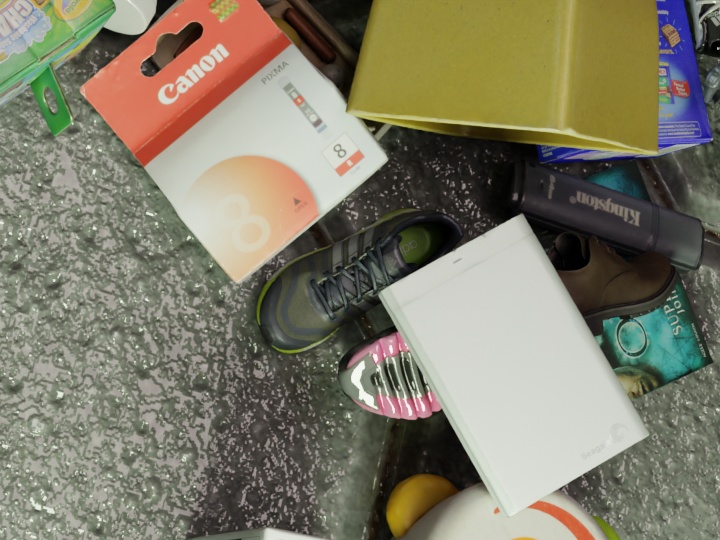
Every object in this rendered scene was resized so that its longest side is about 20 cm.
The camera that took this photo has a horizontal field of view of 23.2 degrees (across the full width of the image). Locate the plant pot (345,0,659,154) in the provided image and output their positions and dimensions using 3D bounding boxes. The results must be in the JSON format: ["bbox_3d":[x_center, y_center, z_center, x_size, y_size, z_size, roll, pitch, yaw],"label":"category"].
[{"bbox_3d":[0.126,-0.206,1.397,0.195,0.194,0.201,2,95,-59],"label":"plant pot"}]

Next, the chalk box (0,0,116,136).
[{"bbox_3d":[-0.275,-0.195,1.330,0.124,0.124,0.200,-40,99,-25],"label":"chalk box"}]

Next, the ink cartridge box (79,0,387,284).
[{"bbox_3d":[-0.099,-0.116,1.397,0.162,0.050,0.200,-40,105,-1],"label":"ink cartridge box"}]

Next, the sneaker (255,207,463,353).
[{"bbox_3d":[0.000,0.000,1.441,0.200,0.081,0.074,-34,95,-25],"label":"sneaker"}]

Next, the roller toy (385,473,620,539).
[{"bbox_3d":[0.104,0.267,1.407,0.199,0.140,0.183,23,61,-16],"label":"roller toy"}]

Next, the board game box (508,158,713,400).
[{"bbox_3d":[0.224,0.015,1.569,0.135,0.028,0.201,-21,89,-26],"label":"board game box"}]

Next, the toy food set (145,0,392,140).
[{"bbox_3d":[-0.063,-0.170,1.455,0.200,0.060,0.144,45,66,-10],"label":"toy food set"}]

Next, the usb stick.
[{"bbox_3d":[0.216,-0.047,1.543,0.199,0.033,0.056,17,74,-20],"label":"usb stick"}]

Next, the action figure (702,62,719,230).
[{"bbox_3d":[0.383,-0.150,1.585,0.200,0.104,0.194,-34,140,-46],"label":"action figure"}]

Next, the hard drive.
[{"bbox_3d":[0.120,0.073,1.371,0.132,0.026,0.200,-28,83,-11],"label":"hard drive"}]

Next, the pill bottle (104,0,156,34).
[{"bbox_3d":[-0.161,-0.291,1.409,0.104,0.104,0.200,31,70,-16],"label":"pill bottle"}]

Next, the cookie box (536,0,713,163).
[{"bbox_3d":[0.218,-0.202,1.555,0.171,0.075,0.201,-6,84,-43],"label":"cookie box"}]

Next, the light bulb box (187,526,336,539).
[{"bbox_3d":[-0.061,0.302,1.294,0.124,0.198,0.201,14,74,-19],"label":"light bulb box"}]

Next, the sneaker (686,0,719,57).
[{"bbox_3d":[0.324,-0.269,1.568,0.075,0.201,0.116,-12,54,8],"label":"sneaker"}]

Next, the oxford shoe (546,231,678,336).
[{"bbox_3d":[0.202,0.004,1.469,0.200,0.073,0.085,-17,96,-49],"label":"oxford shoe"}]

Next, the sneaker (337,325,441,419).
[{"bbox_3d":[0.054,0.063,1.448,0.200,0.095,0.079,-16,111,-34],"label":"sneaker"}]
